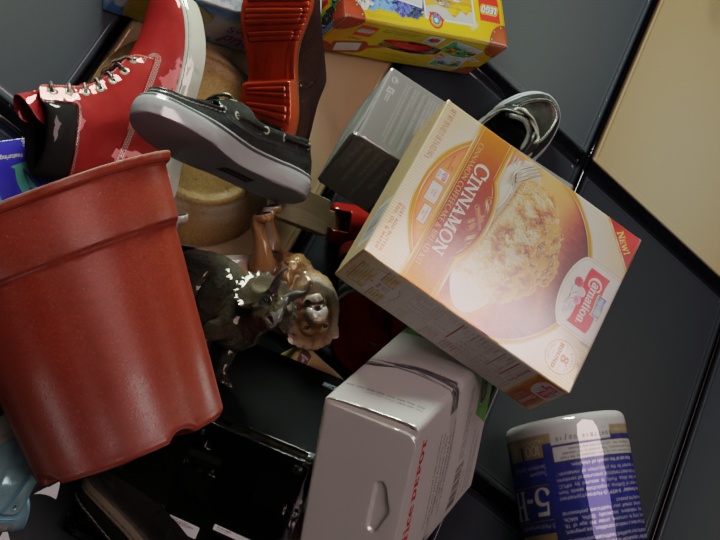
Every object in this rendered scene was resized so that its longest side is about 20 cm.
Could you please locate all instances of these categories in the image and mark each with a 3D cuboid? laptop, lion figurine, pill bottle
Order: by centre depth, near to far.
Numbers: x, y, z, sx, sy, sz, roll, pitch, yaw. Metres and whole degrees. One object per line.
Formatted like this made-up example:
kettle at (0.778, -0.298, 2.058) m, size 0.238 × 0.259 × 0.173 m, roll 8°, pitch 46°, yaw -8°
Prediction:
laptop at (-0.116, 0.154, 1.115) m, size 0.175 × 0.103 × 0.202 m, roll 20°, pitch 82°, yaw 10°
lion figurine at (-0.118, 0.012, 1.170) m, size 0.197 × 0.073 × 0.124 m, roll -4°, pitch 102°, yaw 5°
pill bottle at (0.212, 0.243, 1.297) m, size 0.118 × 0.119 × 0.203 m, roll -1°, pitch 75°, yaw -33°

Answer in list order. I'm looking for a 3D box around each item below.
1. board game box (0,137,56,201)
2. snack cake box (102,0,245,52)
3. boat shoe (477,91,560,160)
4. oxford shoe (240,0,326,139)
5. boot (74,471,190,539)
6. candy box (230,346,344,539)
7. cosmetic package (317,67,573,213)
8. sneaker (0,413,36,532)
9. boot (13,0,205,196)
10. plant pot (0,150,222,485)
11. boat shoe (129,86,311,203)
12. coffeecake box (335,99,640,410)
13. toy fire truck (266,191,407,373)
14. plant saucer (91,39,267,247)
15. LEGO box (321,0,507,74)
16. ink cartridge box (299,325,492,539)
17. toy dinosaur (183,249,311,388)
board game box at (-0.288, -0.001, 1.087) m, size 0.151 × 0.045 × 0.203 m, roll -13°, pitch 83°, yaw -36°
snack cake box at (-0.134, -0.281, 1.263) m, size 0.198 × 0.067 × 0.117 m, roll 12°, pitch 68°, yaw -30°
boat shoe at (0.154, -0.135, 1.406) m, size 0.199 × 0.071 × 0.073 m, roll -37°, pitch 96°, yaw -36°
oxford shoe at (-0.065, -0.206, 1.231) m, size 0.072 × 0.070 × 0.203 m, roll 4°, pitch 95°, yaw -62°
boot at (-0.178, 0.267, 1.022) m, size 0.151 × 0.073 × 0.200 m, roll -44°, pitch 88°, yaw 7°
candy box at (-0.069, 0.177, 1.170) m, size 0.115 × 0.055 × 0.201 m, roll 42°, pitch 56°, yaw -13°
cosmetic package at (0.075, -0.077, 1.198) m, size 0.199 × 0.107 × 0.091 m, roll 33°, pitch 61°, yaw -6°
sneaker at (-0.289, 0.169, 1.016) m, size 0.199 × 0.074 × 0.083 m, roll -33°, pitch 89°, yaw -36°
boot at (-0.210, -0.160, 1.123) m, size 0.143 × 0.072 × 0.203 m, roll 19°, pitch 69°, yaw -33°
plant pot at (-0.200, 0.039, 0.996) m, size 0.199 × 0.200 × 0.198 m, roll -23°, pitch 95°, yaw -36°
boat shoe at (-0.111, -0.113, 1.119) m, size 0.199 × 0.068 × 0.057 m, roll 27°, pitch 68°, yaw -49°
coffeecake box at (0.105, -0.011, 1.091) m, size 0.199 × 0.073 × 0.155 m, roll 34°, pitch 65°, yaw -9°
toy fire truck at (0.000, 0.000, 1.248) m, size 0.197 × 0.129 × 0.178 m, roll 10°, pitch 63°, yaw -9°
plant saucer at (-0.152, -0.124, 1.222) m, size 0.198 × 0.035 × 0.203 m, roll 11°, pitch 70°, yaw -30°
LEGO box at (0.042, -0.295, 1.378) m, size 0.198 × 0.077 × 0.151 m, roll 3°, pitch 73°, yaw -33°
ink cartridge box at (0.035, 0.144, 1.111) m, size 0.200 × 0.083 × 0.148 m, roll -33°, pitch 137°, yaw -61°
toy dinosaur at (-0.122, 0.028, 1.102) m, size 0.103 × 0.199 × 0.077 m, roll -60°, pitch 142°, yaw -6°
